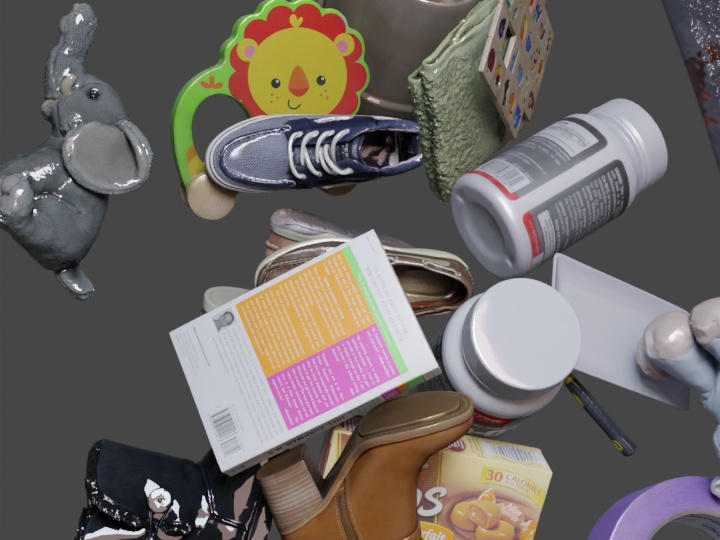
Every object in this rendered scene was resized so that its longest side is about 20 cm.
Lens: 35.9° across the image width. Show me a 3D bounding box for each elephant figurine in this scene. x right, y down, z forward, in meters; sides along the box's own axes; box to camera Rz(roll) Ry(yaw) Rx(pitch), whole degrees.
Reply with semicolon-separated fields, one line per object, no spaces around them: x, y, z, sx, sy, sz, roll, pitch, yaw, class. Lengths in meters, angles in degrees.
-0.258;-0.110;1.024;0.141;0.155;0.200;36;75;27;elephant figurine

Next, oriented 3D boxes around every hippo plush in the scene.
0.340;0.129;1.029;0.159;0.200;0.161;-4;66;13;hippo plush

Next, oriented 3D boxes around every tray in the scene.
0.252;0.064;1.091;0.200;0.022;0.108;21;64;-30;tray

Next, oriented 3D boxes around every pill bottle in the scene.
0.201;-0.085;1.113;0.200;0.114;0.114;-30;78;-19;pill bottle
0.117;0.085;0.996;0.114;0.200;0.114;4;70;-10;pill bottle

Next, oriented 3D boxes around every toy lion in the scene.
-0.087;-0.161;1.070;0.199;0.069;0.192;-13;106;-15;toy lion

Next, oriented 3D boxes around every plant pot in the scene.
0.057;-0.271;1.130;0.199;0.174;0.201;4;68;-10;plant pot

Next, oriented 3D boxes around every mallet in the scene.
0.197;0.104;1.099;0.041;0.066;0.200;-40;97;-20;mallet

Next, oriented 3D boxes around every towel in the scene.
0.110;-0.168;1.095;0.036;0.200;0.148;32;66;28;towel

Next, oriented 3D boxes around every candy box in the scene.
0.058;0.203;0.993;0.199;0.055;0.116;12;103;-6;candy box

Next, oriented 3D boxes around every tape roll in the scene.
0.307;0.296;1.031;0.199;0.066;0.201;4;69;-10;tape roll

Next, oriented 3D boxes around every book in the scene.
-0.048;0.070;0.944;0.200;0.048;0.134;-25;69;3;book

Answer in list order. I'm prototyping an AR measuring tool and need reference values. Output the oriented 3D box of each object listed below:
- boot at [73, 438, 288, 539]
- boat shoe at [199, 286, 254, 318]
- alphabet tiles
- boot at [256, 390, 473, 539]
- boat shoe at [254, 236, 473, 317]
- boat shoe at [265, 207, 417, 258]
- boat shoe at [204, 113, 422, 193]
-0.153;0.169;0.978;0.168;0.076;0.201;15;74;-9;boot
-0.057;0.067;1.057;0.199;0.073;0.063;13;111;-12;boat shoe
0.159;-0.228;1.081;0.008;0.200;0.168;13;80;21;alphabet tiles
0.029;0.196;0.925;0.200;0.074;0.155;-25;103;16;boot
0.005;0.011;1.009;0.202;0.075;0.075;-3;107;-6;boat shoe
0.000;0.000;1.082;0.199;0.076;0.072;17;101;-10;boat shoe
-0.038;-0.111;1.013;0.199;0.093;0.075;-10;98;-15;boat shoe
